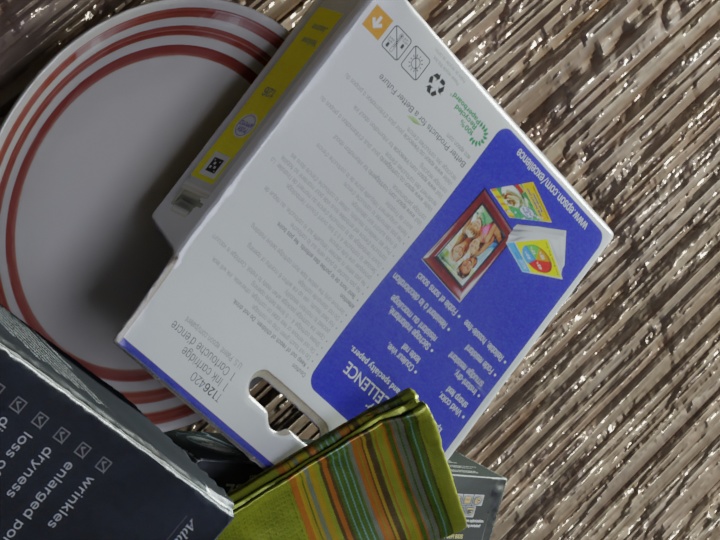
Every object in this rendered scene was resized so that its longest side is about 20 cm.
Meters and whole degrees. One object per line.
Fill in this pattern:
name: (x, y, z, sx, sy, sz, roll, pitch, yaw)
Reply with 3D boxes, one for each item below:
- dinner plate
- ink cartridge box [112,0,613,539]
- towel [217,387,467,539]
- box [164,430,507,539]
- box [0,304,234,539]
dinner plate: (-0.088, -0.024, 0.962, 0.200, 0.024, 0.200, -15, 115, -33)
ink cartridge box: (0.000, 0.000, 0.995, 0.200, 0.047, 0.198, -52, 127, -8)
towel: (-0.045, 0.135, 0.979, 0.200, 0.018, 0.086, -30, 125, -12)
box: (-0.032, 0.164, 1.063, 0.200, 0.044, 0.160, 7, 102, -40)
box: (-0.194, 0.100, 0.843, 0.200, 0.124, 0.197, -50, 129, -3)
